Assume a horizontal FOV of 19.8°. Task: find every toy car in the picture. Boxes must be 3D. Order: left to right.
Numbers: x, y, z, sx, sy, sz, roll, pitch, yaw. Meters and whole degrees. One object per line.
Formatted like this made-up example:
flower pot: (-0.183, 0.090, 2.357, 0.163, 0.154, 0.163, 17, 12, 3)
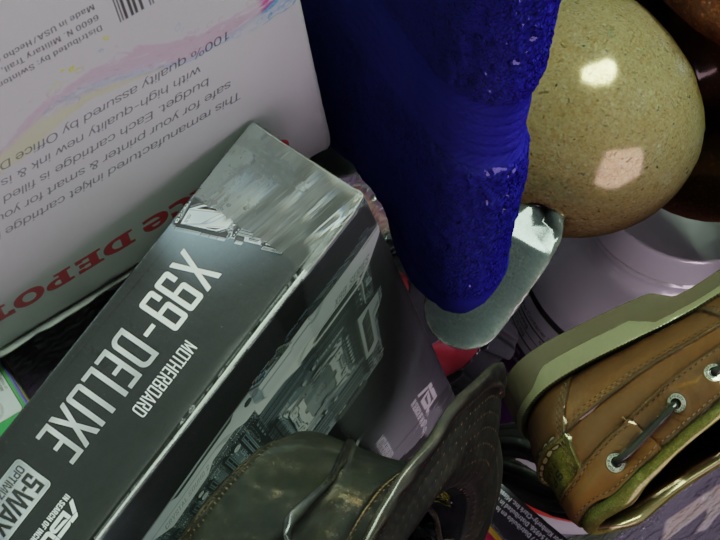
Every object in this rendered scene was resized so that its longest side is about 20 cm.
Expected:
toy car: (0.086, -0.051, 0.766, 0.200, 0.164, 0.158, -31, 152, -16)

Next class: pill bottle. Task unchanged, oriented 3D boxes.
pill bottle: (0.120, 0.032, 0.997, 0.112, 0.112, 0.200, -20, 148, -31)

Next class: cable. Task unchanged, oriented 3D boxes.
cable: (0.048, 0.079, 0.959, 0.050, 0.097, 0.200, -35, -176, -30)

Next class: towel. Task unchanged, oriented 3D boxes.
towel: (0.018, -0.101, 0.628, 0.050, 0.148, 0.200, -22, 147, -21)

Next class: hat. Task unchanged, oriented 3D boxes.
hat: (-0.021, 0.111, 0.639, 0.201, 0.081, 0.201, 20, 90, -77)

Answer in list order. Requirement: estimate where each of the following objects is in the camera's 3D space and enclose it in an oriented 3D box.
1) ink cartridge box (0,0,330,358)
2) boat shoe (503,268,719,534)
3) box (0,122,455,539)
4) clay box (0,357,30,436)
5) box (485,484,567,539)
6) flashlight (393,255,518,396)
ink cartridge box: (-0.098, -0.076, 0.598, 0.145, 0.088, 0.200, -32, 152, -10)
boat shoe: (0.153, 0.029, 0.733, 0.200, 0.068, 0.072, -30, 148, 5)
box: (-0.044, 0.062, 0.697, 0.158, 0.050, 0.200, -52, 158, -12)
clay box: (-0.132, 0.077, 0.763, 0.048, 0.115, 0.200, -32, 153, -10)
box: (0.028, 0.191, 0.854, 0.115, 0.132, 0.200, -45, 170, -32)
flashlight: (0.000, 0.000, 0.865, 0.068, 0.068, 0.200, -45, 147, 6)
